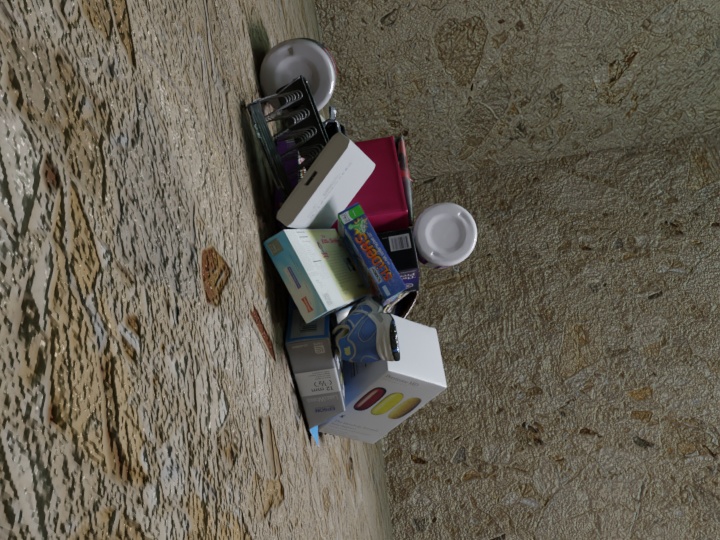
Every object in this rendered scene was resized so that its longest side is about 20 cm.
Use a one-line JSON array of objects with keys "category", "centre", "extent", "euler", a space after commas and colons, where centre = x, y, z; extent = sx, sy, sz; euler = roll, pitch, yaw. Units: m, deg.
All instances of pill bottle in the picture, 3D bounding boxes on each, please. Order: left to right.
[{"category": "pill bottle", "centre": [-0.095, -0.319, 1.037], "extent": [0.200, 0.114, 0.114], "euler": [-91, 172, -69]}, {"category": "pill bottle", "centre": [0.149, -0.060, 1.191], "extent": [0.200, 0.111, 0.112], "euler": [57, 24, -88]}]

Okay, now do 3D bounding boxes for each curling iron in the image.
[{"category": "curling iron", "centre": [0.090, -0.180, 1.267], "extent": [0.050, 0.025, 0.201], "euler": [68, 14, -67]}]

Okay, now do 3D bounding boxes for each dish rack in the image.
[{"category": "dish rack", "centre": [-0.092, -0.179, 0.876], "extent": [0.200, 0.054, 0.154], "euler": [-70, 140, -68]}]

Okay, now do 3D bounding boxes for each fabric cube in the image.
[{"category": "fabric cube", "centre": [-0.014, -0.110, 1.231], "extent": [0.200, 0.199, 0.197], "euler": [78, 3, -54]}]

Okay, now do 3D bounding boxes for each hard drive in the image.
[{"category": "hard drive", "centre": [-0.041, -0.112, 0.873], "extent": [0.026, 0.132, 0.200], "euler": [38, 7, 7]}]

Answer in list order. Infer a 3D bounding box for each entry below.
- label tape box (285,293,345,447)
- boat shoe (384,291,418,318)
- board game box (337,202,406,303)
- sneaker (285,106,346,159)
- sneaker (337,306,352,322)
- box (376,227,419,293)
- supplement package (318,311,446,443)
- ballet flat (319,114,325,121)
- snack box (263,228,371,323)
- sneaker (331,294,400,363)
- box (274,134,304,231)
[{"category": "label tape box", "centre": [-0.057, 0.135, 0.936], "extent": [0.143, 0.066, 0.200], "euler": [-94, 173, -58]}, {"category": "boat shoe", "centre": [0.040, 0.096, 1.169], "extent": [0.200, 0.059, 0.072], "euler": [-52, 136, -38]}, {"category": "board game box", "centre": [0.013, -0.014, 0.946], "extent": [0.136, 0.034, 0.200], "euler": [60, -5, 6]}, {"category": "sneaker", "centre": [-0.068, -0.243, 1.104], "extent": [0.200, 0.078, 0.140], "euler": [63, -25, 22]}, {"category": "sneaker", "centre": [0.002, 0.110, 1.216], "extent": [0.200, 0.072, 0.073], "euler": [30, 38, -59]}, {"category": "box", "centre": [0.000, 0.000, 1.123], "extent": [0.141, 0.199, 0.079], "euler": [71, 9, -74]}, {"category": "supplement package", "centre": [0.025, 0.172, 1.003], "extent": [0.200, 0.114, 0.110], "euler": [-48, -146, 38]}, {"category": "ballet flat", "centre": [-0.096, -0.259, 1.274], "extent": [0.200, 0.075, 0.068], "euler": [78, 3, -55]}, {"category": "snack box", "centre": [-0.052, 0.000, 0.874], "extent": [0.116, 0.037, 0.200], "euler": [61, 17, 5]}, {"category": "sneaker", "centre": [-0.002, 0.079, 0.866], "extent": [0.200, 0.077, 0.076], "euler": [-160, -119, -82]}, {"category": "box", "centre": [-0.102, -0.106, 1.012], "extent": [0.200, 0.039, 0.137], "euler": [-96, 176, -47]}]
